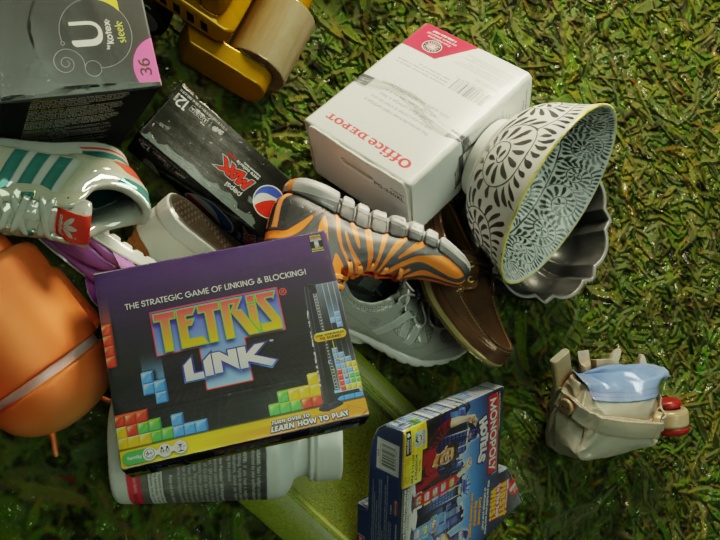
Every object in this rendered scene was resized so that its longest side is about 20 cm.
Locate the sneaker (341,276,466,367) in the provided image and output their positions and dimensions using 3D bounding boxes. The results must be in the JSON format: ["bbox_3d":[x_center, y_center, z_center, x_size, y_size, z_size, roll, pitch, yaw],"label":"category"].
[{"bbox_3d":[0.041,0.044,0.911,0.200,0.082,0.075,12,43,-24],"label":"sneaker"}]

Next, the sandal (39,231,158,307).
[{"bbox_3d":[-0.221,0.015,0.801,0.202,0.082,0.050,35,46,-4],"label":"sandal"}]

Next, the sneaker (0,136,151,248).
[{"bbox_3d":[-0.264,-0.058,0.712,0.200,0.093,0.070,-9,129,-40],"label":"sneaker"}]

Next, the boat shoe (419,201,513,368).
[{"bbox_3d":[0.103,0.006,0.901,0.072,0.068,0.200,17,39,-52],"label":"boat shoe"}]

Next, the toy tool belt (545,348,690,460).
[{"bbox_3d":[0.303,0.142,1.016,0.200,0.125,0.123,-6,94,-27],"label":"toy tool belt"}]

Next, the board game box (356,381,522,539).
[{"bbox_3d":[0.087,0.214,0.890,0.200,0.062,0.200,-14,112,-44],"label":"board game box"}]

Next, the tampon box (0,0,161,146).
[{"bbox_3d":[-0.263,-0.192,0.742,0.126,0.200,0.150,-13,89,-26],"label":"tampon box"}]

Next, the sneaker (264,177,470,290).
[{"bbox_3d":[0.000,0.000,0.836,0.200,0.078,0.112,21,72,-2],"label":"sneaker"}]

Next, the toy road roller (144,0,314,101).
[{"bbox_3d":[-0.130,-0.273,0.847,0.200,0.146,0.123,31,72,-19],"label":"toy road roller"}]

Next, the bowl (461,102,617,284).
[{"bbox_3d":[0.166,-0.096,0.890,0.094,0.201,0.201,34,64,25],"label":"bowl"}]

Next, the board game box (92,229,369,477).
[{"bbox_3d":[-0.108,0.067,0.729,0.200,0.057,0.166,-12,73,-9],"label":"board game box"}]

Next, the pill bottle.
[{"bbox_3d":[-0.118,0.150,0.787,0.200,0.111,0.111,-1,83,-5],"label":"pill bottle"}]

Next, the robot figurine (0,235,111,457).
[{"bbox_3d":[-0.292,0.058,0.743,0.117,0.144,0.200,-35,99,-7],"label":"robot figurine"}]

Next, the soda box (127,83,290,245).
[{"bbox_3d":[-0.128,-0.086,0.870,0.200,0.063,0.071,41,69,-15],"label":"soda box"}]

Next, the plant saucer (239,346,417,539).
[{"bbox_3d":[-0.018,0.190,0.896,0.200,0.048,0.200,45,67,-13],"label":"plant saucer"}]

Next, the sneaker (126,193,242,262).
[{"bbox_3d":[-0.143,0.014,0.860,0.085,0.073,0.200,-37,117,16],"label":"sneaker"}]

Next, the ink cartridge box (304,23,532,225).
[{"bbox_3d":[0.062,-0.153,0.923,0.145,0.083,0.200,35,64,26],"label":"ink cartridge box"}]

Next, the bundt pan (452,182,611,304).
[{"bbox_3d":[0.187,-0.059,1.010,0.201,0.076,0.202,3,82,-25],"label":"bundt pan"}]
